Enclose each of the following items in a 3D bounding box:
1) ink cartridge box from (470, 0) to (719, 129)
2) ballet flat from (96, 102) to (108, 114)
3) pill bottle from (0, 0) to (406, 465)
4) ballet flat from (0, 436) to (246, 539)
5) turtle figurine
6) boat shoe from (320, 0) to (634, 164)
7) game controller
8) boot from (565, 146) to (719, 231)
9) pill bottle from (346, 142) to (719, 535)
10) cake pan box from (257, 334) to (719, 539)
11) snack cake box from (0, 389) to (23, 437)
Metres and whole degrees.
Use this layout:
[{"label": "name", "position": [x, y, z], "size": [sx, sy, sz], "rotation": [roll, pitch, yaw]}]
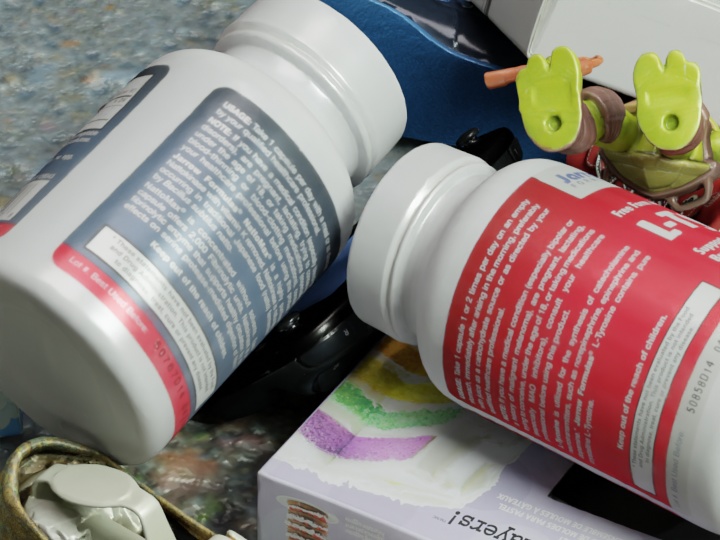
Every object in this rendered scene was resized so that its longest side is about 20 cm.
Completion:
[{"label": "ink cartridge box", "position": [0.133, -0.147, 1.472], "size": [0.145, 0.085, 0.200], "rotation": [18, 15, -17]}, {"label": "ballet flat", "position": [-0.104, -0.026, 1.408], "size": [0.071, 0.069, 0.200], "rotation": [-17, 33, 5]}, {"label": "pill bottle", "position": [-0.072, -0.024, 1.261], "size": [0.119, 0.120, 0.200], "rotation": [26, 59, 30]}, {"label": "ballet flat", "position": [-0.074, 0.125, 1.191], "size": [0.199, 0.071, 0.071], "rotation": [27, 43, 30]}, {"label": "turtle figurine", "position": [0.123, -0.062, 1.290], "size": [0.199, 0.065, 0.161], "rotation": [17, 1, 23]}, {"label": "boat shoe", "position": [0.045, -0.102, 1.512], "size": [0.199, 0.085, 0.069], "rotation": [26, 32, 5]}, {"label": "game controller", "position": [0.000, 0.000, 1.350], "size": [0.104, 0.042, 0.200], "rotation": [-17, 20, 43]}, {"label": "boot", "position": [0.149, -0.022, 1.377], "size": [0.143, 0.073, 0.200], "rotation": [15, 20, 20]}, {"label": "pill bottle", "position": [0.097, 0.022, 1.213], "size": [0.199, 0.113, 0.112], "rotation": [26, 43, 29]}, {"label": "cake pan box", "position": [0.083, 0.088, 1.260], "size": [0.199, 0.053, 0.184], "rotation": [21, 43, 24]}, {"label": "snack cake box", "position": [-0.225, -0.002, 1.362], "size": [0.114, 0.068, 0.200], "rotation": [-7, 37, -8]}]
